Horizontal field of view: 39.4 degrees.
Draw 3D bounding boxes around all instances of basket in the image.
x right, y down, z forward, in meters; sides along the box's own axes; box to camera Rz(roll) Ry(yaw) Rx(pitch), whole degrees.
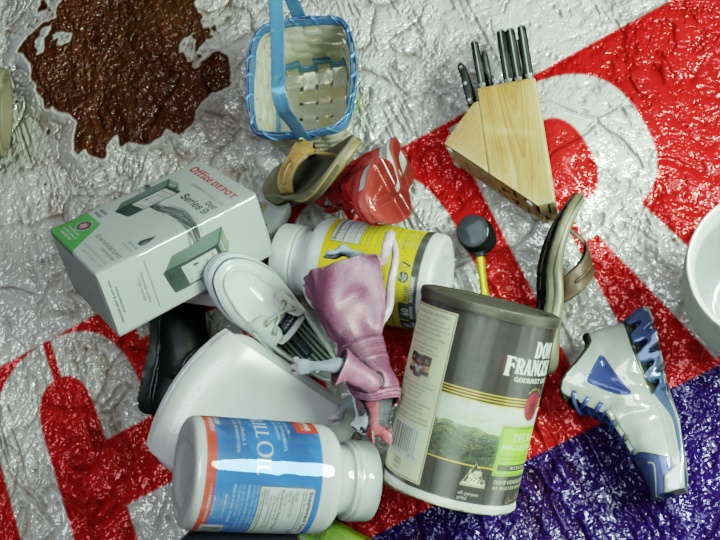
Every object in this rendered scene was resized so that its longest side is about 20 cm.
[{"bbox_3d":[-0.072,-0.235,1.186,0.137,0.200,0.178,-6,73,14],"label":"basket"}]

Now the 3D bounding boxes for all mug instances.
[{"bbox_3d":[0.412,0.002,0.990,0.200,0.175,0.148,-39,68,2],"label":"mug"}]

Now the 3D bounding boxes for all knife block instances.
[{"bbox_3d":[0.189,-0.180,1.168,0.199,0.064,0.176,37,88,22],"label":"knife block"}]

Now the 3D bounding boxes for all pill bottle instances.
[{"bbox_3d":[0.000,0.000,1.147,0.198,0.111,0.113,9,77,19],"label":"pill bottle"},{"bbox_3d":[-0.083,0.209,1.019,0.198,0.112,0.114,7,72,-22],"label":"pill bottle"}]

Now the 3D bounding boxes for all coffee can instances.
[{"bbox_3d":[0.112,0.129,1.033,0.145,0.146,0.202,14,94,20],"label":"coffee can"}]

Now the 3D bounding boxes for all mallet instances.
[{"bbox_3d":[0.138,0.035,1.120,0.041,0.066,0.202,-9,73,15],"label":"mallet"}]

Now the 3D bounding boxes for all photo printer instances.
[{"bbox_3d":[-0.121,0.172,1.097,0.199,0.069,0.167,37,84,-21],"label":"photo printer"}]

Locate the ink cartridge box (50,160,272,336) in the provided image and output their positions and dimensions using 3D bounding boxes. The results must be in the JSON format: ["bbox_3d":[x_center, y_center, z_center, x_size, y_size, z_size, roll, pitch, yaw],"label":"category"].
[{"bbox_3d":[-0.221,-0.032,1.122,0.199,0.085,0.146,-30,36,-24],"label":"ink cartridge box"}]

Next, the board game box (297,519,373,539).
[{"bbox_3d":[0.014,0.349,1.076,0.198,0.048,0.102,23,82,21],"label":"board game box"}]

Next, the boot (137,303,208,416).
[{"bbox_3d":[-0.171,0.098,1.191,0.161,0.073,0.201,7,82,19],"label":"boot"}]

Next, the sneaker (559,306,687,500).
[{"bbox_3d":[0.270,0.145,1.050,0.114,0.081,0.201,-14,64,16],"label":"sneaker"}]

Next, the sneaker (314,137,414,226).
[{"bbox_3d":[-0.005,-0.081,1.151,0.115,0.200,0.079,-25,102,20],"label":"sneaker"}]

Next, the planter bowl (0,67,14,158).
[{"bbox_3d":[-0.539,-0.213,1.340,0.133,0.200,0.203,3,73,-11],"label":"planter bowl"}]

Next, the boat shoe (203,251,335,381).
[{"bbox_3d":[-0.088,0.052,1.112,0.074,0.200,0.067,-54,36,-9],"label":"boat shoe"}]

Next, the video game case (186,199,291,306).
[{"bbox_3d":[-0.205,-0.031,1.211,0.198,0.023,0.183,6,41,18],"label":"video game case"}]

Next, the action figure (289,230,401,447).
[{"bbox_3d":[0.006,0.083,1.036,0.148,0.134,0.202,-22,71,5],"label":"action figure"}]

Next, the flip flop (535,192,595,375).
[{"bbox_3d":[0.225,0.016,1.099,0.057,0.081,0.202,8,80,1],"label":"flip flop"}]

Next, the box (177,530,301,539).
[{"bbox_3d":[-0.102,0.379,1.020,0.198,0.117,0.199,23,116,22],"label":"box"}]

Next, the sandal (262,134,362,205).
[{"bbox_3d":[-0.070,-0.120,1.165,0.199,0.054,0.081,-5,49,58],"label":"sandal"}]
